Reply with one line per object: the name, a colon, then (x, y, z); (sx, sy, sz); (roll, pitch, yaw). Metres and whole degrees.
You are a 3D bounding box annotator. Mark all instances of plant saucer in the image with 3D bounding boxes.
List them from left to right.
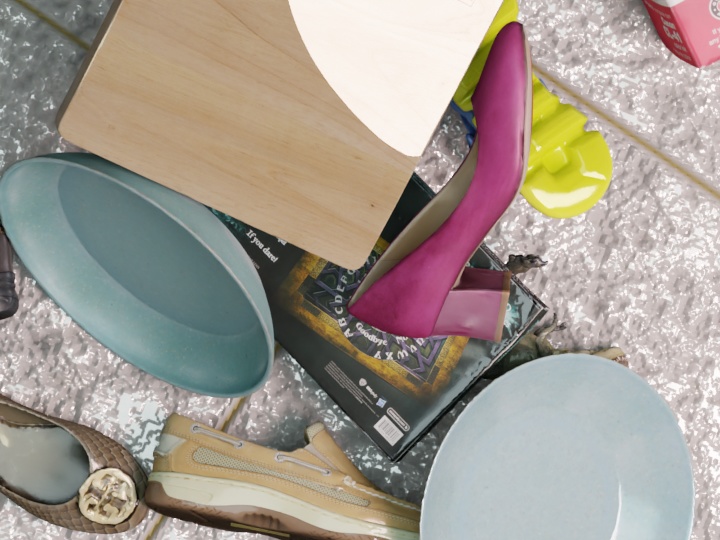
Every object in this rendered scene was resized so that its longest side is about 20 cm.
plant saucer: (-0.127, -0.005, 1.562); (0.200, 0.200, 0.036); (39, 61, -3)
plant saucer: (0.115, 0.149, 1.616); (0.200, 0.039, 0.202); (-3, 97, -28)

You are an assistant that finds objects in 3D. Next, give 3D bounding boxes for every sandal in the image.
sandal: (0.073, -0.118, 1.598); (0.079, 0.087, 0.201); (-30, 95, -13)

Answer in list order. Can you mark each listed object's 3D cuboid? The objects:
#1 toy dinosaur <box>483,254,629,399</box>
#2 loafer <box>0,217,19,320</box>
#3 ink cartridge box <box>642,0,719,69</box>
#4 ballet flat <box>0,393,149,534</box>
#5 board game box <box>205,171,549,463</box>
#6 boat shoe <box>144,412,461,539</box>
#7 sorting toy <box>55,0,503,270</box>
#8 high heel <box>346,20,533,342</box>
toy dinosaur: (0.072, 0.030, 1.630); (0.199, 0.047, 0.089); (6, 99, 1)
loafer: (-0.312, -0.002, 1.607); (0.199, 0.073, 0.073); (-2, 84, -11)
ink cartridge box: (0.216, -0.246, 1.579); (0.147, 0.086, 0.200); (-29, 111, 1)
ballet flat: (-0.220, 0.105, 1.620); (0.200, 0.046, 0.068); (31, 92, -3)
board game box: (0.000, 0.000, 1.607); (0.135, 0.028, 0.200); (-45, 82, 8)
boat shoe: (-0.030, 0.131, 1.621); (0.199, 0.072, 0.076); (14, 75, -6)
sorting toy: (-0.048, -0.133, 1.503); (0.199, 0.070, 0.199); (25, 100, -20)
high heel: (0.048, -0.052, 1.530); (0.096, 0.067, 0.201); (8, 107, 2)
